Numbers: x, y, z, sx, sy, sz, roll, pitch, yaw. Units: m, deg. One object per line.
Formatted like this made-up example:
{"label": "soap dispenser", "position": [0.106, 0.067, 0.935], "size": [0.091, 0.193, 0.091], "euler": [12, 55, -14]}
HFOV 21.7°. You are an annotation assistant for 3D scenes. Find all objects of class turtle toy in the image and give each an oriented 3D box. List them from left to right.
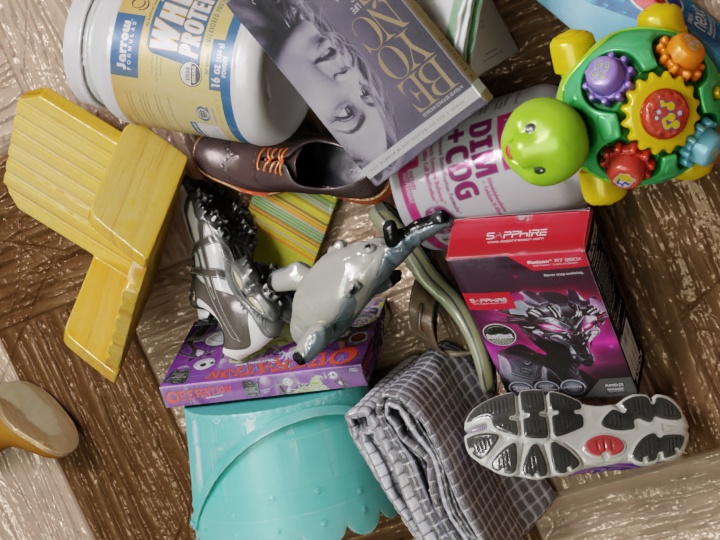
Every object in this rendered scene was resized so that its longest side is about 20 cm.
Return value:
{"label": "turtle toy", "position": [0.202, -0.120, 1.472], "size": [0.199, 0.101, 0.147], "euler": [-17, 103, -8]}

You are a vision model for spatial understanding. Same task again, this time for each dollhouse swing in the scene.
{"label": "dollhouse swing", "position": [-0.273, -0.038, 1.772], "size": [0.175, 0.182, 0.200], "euler": [20, 140, -4]}

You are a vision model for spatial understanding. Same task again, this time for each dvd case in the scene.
{"label": "dvd case", "position": [-0.004, -0.180, 1.537], "size": [0.200, 0.016, 0.149], "euler": [50, 133, -7]}

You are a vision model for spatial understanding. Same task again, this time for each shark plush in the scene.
{"label": "shark plush", "position": [0.000, 0.000, 1.645], "size": [0.200, 0.083, 0.091], "euler": [-50, 52, 24]}

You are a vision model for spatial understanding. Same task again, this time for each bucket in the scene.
{"label": "bucket", "position": [-0.067, 0.174, 1.762], "size": [0.206, 0.207, 0.136], "euler": [-7, 100, 27]}

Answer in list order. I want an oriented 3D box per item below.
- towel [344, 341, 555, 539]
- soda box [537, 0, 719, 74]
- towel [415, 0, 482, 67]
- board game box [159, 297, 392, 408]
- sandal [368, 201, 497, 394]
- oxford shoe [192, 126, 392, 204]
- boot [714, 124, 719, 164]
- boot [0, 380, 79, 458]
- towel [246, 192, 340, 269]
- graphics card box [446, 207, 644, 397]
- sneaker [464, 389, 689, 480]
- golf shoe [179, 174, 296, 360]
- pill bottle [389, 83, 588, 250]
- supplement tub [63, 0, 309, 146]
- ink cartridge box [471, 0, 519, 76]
{"label": "towel", "position": [0.086, 0.176, 1.706], "size": [0.085, 0.166, 0.201], "euler": [-29, 94, 25]}
{"label": "soda box", "position": [0.225, -0.212, 1.559], "size": [0.200, 0.064, 0.068], "euler": [41, 120, 7]}
{"label": "towel", "position": [0.006, -0.248, 1.525], "size": [0.199, 0.031, 0.150], "euler": [18, 113, 19]}
{"label": "board game box", "position": [-0.078, 0.076, 1.754], "size": [0.199, 0.120, 0.032], "euler": [-8, 122, 17]}
{"label": "sandal", "position": [0.062, 0.030, 1.711], "size": [0.057, 0.080, 0.201], "euler": [-36, 81, 4]}
{"label": "oxford shoe", "position": [-0.068, -0.104, 1.721], "size": [0.199, 0.072, 0.072], "euler": [6, 87, 19]}
{"label": "boot", "position": [0.384, -0.097, 1.527], "size": [0.200, 0.077, 0.156], "euler": [-33, 96, 23]}
{"label": "boot", "position": [-0.393, 0.179, 1.998], "size": [0.201, 0.071, 0.145], "euler": [32, 125, 16]}
{"label": "towel", "position": [-0.083, -0.009, 1.807], "size": [0.086, 0.018, 0.201], "euler": [31, 119, 18]}
{"label": "graphics card box", "position": [0.163, 0.033, 1.627], "size": [0.125, 0.051, 0.200], "euler": [-4, 139, 22]}
{"label": "sneaker", "position": [0.188, 0.157, 1.662], "size": [0.199, 0.081, 0.084], "euler": [3, 156, -6]}
{"label": "golf shoe", "position": [-0.135, -0.004, 1.755], "size": [0.095, 0.078, 0.200], "euler": [-49, 50, 22]}
{"label": "pill bottle", "position": [0.134, -0.094, 1.615], "size": [0.199, 0.113, 0.114], "euler": [-16, 100, 29]}
{"label": "supplement tub", "position": [-0.152, -0.196, 1.697], "size": [0.199, 0.145, 0.146], "euler": [10, 112, 22]}
{"label": "ink cartridge box", "position": [0.020, -0.236, 1.613], "size": [0.128, 0.125, 0.201], "euler": [-27, 95, 30]}
